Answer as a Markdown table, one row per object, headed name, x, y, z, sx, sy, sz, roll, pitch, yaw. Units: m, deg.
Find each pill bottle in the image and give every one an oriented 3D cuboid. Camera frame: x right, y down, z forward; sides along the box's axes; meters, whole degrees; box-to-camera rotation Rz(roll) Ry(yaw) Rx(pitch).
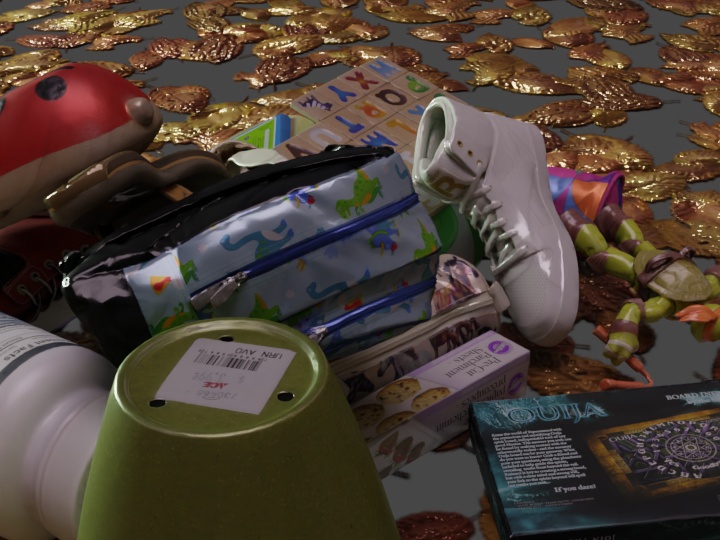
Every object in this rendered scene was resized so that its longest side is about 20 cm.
| name | x | y | z | sx | sy | sz | roll | pitch | yaw |
| --- | --- | --- | --- | --- | --- | --- | --- | --- | --- |
| pill bottle | -0.208 | 0.094 | 0.712 | 0.199 | 0.120 | 0.119 | 18 | 34 | 31 |

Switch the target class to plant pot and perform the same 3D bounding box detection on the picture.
| name | x | y | z | sx | sy | sz | roll | pitch | yaw |
| --- | --- | --- | --- | --- | --- | --- | --- | --- | --- |
| plant pot | -0.058 | 0.131 | 0.551 | 0.185 | 0.201 | 0.188 | -2 | 28 | 1 |

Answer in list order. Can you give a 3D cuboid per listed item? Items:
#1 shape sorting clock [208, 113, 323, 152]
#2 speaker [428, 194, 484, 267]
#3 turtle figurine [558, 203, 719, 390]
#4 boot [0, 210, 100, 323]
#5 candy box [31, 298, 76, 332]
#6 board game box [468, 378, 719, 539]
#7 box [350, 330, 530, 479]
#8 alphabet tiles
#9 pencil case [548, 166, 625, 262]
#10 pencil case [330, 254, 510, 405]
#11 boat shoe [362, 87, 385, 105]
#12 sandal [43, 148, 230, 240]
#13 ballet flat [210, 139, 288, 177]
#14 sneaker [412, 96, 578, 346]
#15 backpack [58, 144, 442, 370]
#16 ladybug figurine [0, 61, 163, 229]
| name | x | y | z | sx | sy | sz | roll | pitch | yaw |
| --- | --- | --- | --- | --- | --- | --- | --- | --- | --- |
| shape sorting clock | -0.112 | -0.056 | 0.987 | 0.199 | 0.039 | 0.201 | -24 | 35 | 17 |
| speaker | 0.000 | 0.000 | 0.909 | 0.199 | 0.089 | 0.088 | -23 | 35 | -33 |
| turtle figurine | 0.212 | 0.010 | 0.873 | 0.199 | 0.065 | 0.161 | -22 | 46 | -29 |
| boot | -0.189 | 0.000 | 0.842 | 0.198 | 0.073 | 0.145 | 11 | 39 | 2 |
| candy box | -0.350 | 0.016 | 0.913 | 0.199 | 0.072 | 0.168 | 17 | 34 | 29 |
| board game box | 0.176 | 0.121 | 0.734 | 0.198 | 0.028 | 0.136 | -4 | 28 | -4 |
| box | 0.031 | 0.097 | 0.775 | 0.199 | 0.039 | 0.041 | -23 | 37 | -34 |
| alphabet tiles | 0.025 | -0.110 | 0.970 | 0.167 | 0.008 | 0.200 | 33 | 42 | 21 |
| pencil case | 0.129 | -0.064 | 1.022 | 0.199 | 0.089 | 0.088 | 17 | 33 | 28 |
| pencil case | 0.010 | 0.052 | 0.815 | 0.199 | 0.078 | 0.089 | -23 | 15 | -34 |
| boat shoe | 0.004 | -0.074 | 1.011 | 0.086 | 0.075 | 0.203 | 33 | 50 | -4 |
| sandal | -0.134 | -0.037 | 0.758 | 0.080 | 0.054 | 0.200 | -35 | -4 | 12 |
| ballet flat | -0.042 | -0.044 | 0.835 | 0.069 | 0.070 | 0.199 | -25 | 39 | -36 |
| sneaker | 0.091 | -0.040 | 0.879 | 0.115 | 0.074 | 0.201 | 15 | 49 | -32 |
| backpack | -0.053 | 0.000 | 0.685 | 0.199 | 0.154 | 0.163 | -37 | 3 | -8 |
| ladybug figurine | -0.217 | -0.080 | 0.767 | 0.199 | 0.072 | 0.136 | -20 | 18 | 24 |
